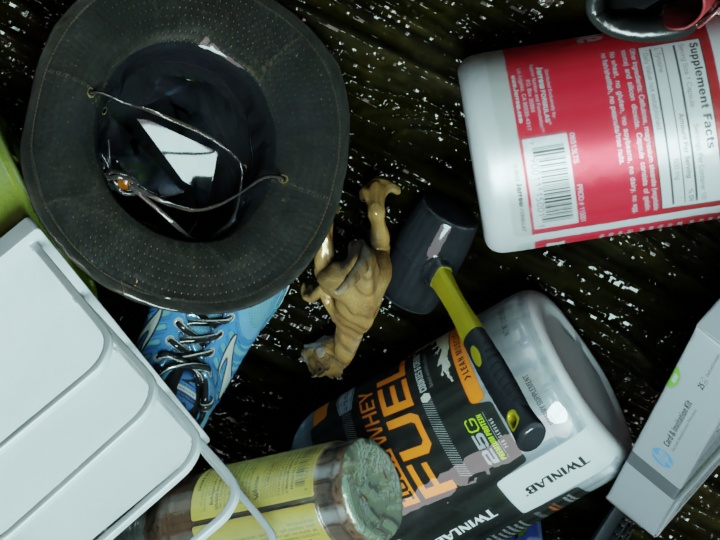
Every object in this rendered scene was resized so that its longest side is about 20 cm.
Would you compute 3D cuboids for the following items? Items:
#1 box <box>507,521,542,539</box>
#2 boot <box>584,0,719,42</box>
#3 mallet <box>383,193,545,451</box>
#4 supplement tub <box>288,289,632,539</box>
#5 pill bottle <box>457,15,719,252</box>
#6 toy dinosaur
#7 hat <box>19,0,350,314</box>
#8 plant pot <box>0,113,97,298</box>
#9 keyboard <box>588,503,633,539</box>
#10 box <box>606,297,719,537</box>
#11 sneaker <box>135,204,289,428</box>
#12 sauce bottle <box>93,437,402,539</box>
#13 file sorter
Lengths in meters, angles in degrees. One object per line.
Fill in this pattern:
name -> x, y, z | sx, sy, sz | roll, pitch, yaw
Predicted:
box -> 0.034, 0.208, 1.736 | 0.200, 0.122, 0.048 | -31, 111, 13
boot -> 0.212, -0.174, 1.528 | 0.200, 0.144, 0.073 | -15, 116, 4
mallet -> 0.057, 0.041, 1.609 | 0.041, 0.200, 0.066 | 14, 125, -28
supplement tub -> 0.047, 0.108, 1.683 | 0.200, 0.123, 0.123 | -32, 115, 13
pill bottle -> 0.159, -0.079, 1.594 | 0.199, 0.112, 0.112 | -9, 118, 2
toy dinosaur -> 0.000, 0.000, 1.623 | 0.060, 0.106, 0.200 | -4, 157, -6
hat -> -0.102, -0.063, 1.590 | 0.200, 0.201, 0.081 | 19, 158, -12
plant pot -> -0.256, 0.006, 1.591 | 0.193, 0.200, 0.201 | -29, 116, 0
keyboard -> 0.125, 0.219, 1.708 | 0.021, 0.200, 0.127 | 19, 118, 15
box -> 0.216, 0.043, 1.598 | 0.041, 0.156, 0.200 | 38, 150, 12
sneaker -> -0.093, 0.048, 1.662 | 0.078, 0.090, 0.200 | 20, 116, -12
sauce bottle -> -0.071, 0.139, 1.637 | 0.200, 0.065, 0.065 | -12, 122, 34
file sorter -> -0.155, 0.103, 1.525 | 0.139, 0.125, 0.200 | -40, 133, -5
